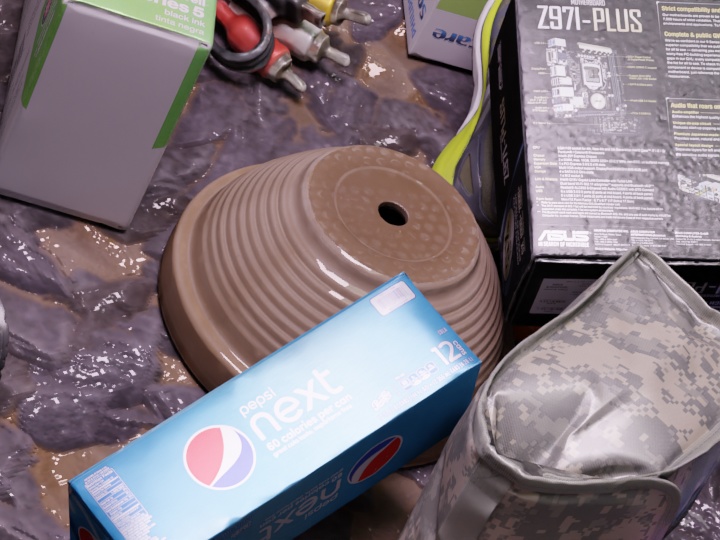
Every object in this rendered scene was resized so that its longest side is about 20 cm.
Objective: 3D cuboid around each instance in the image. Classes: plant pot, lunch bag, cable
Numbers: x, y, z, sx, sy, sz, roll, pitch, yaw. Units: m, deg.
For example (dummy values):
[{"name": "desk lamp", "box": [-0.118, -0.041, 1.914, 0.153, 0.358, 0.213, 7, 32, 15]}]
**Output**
[{"name": "plant pot", "box": [0.000, 0.000, 1.268, 0.200, 0.093, 0.201, 15, 44, -15]}, {"name": "lunch bag", "box": [0.095, 0.107, 1.159, 0.118, 0.164, 0.200, 40, 43, 14]}, {"name": "cable", "box": [-0.096, -0.173, 1.439, 0.200, 0.050, 0.097, 31, 57, 20]}]

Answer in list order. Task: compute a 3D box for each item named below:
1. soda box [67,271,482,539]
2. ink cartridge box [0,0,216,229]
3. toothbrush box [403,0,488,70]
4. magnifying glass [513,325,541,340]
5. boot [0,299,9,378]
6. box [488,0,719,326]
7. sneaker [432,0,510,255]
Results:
[{"name": "soda box", "box": [-0.041, 0.086, 1.132, 0.200, 0.068, 0.064, -31, 66, -22]}, {"name": "ink cartridge box", "box": [-0.135, -0.148, 1.297, 0.084, 0.146, 0.200, 16, 44, -14]}, {"name": "toothbrush box", "box": [0.099, -0.242, 1.477, 0.086, 0.200, 0.146, 12, 45, -17]}, {"name": "magnifying glass", "box": [0.128, -0.045, 1.380, 0.022, 0.080, 0.200, 46, 57, -30]}, {"name": "boot", "box": [-0.262, -0.016, 1.160, 0.131, 0.070, 0.200, -8, 49, -28]}, {"name": "box", "box": [0.176, -0.058, 1.277, 0.200, 0.086, 0.164, 1, 65, -7]}, {"name": "sneaker", "box": [0.104, -0.101, 1.382, 0.074, 0.081, 0.200, 26, 67, -24]}]
